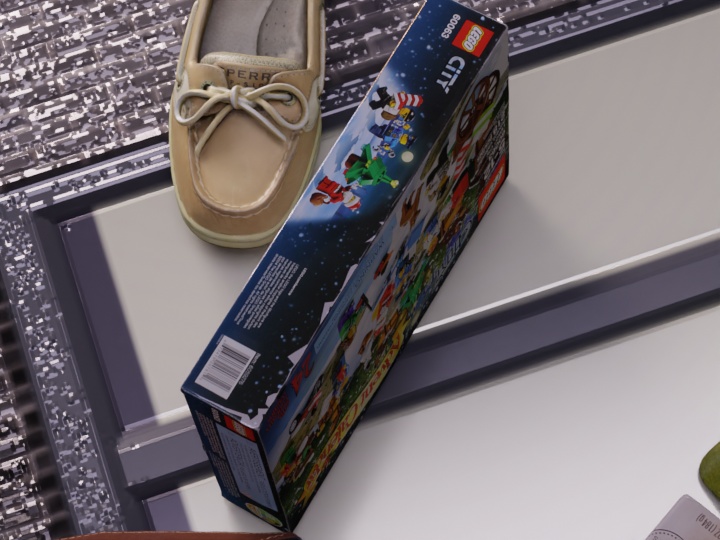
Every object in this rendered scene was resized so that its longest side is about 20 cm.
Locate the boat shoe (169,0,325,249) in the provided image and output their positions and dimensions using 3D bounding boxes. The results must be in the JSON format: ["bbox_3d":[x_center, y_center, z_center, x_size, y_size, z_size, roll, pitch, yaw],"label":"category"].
[{"bbox_3d":[-0.048,-0.109,1.009,0.073,0.063,0.202,9,68,7],"label":"boat shoe"}]

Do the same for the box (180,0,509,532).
[{"bbox_3d":[0.000,0.000,0.920,0.038,0.137,0.200,27,71,15],"label":"box"}]

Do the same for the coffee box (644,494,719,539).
[{"bbox_3d":[0.101,0.199,0.822,0.114,0.080,0.200,38,59,14],"label":"coffee box"}]

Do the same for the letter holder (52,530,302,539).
[{"bbox_3d":[-0.138,0.162,0.841,0.142,0.199,0.101,-4,91,46],"label":"letter holder"}]

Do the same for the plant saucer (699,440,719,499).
[{"bbox_3d":[0.268,0.072,0.886,0.200,0.048,0.200,-38,53,-6],"label":"plant saucer"}]
